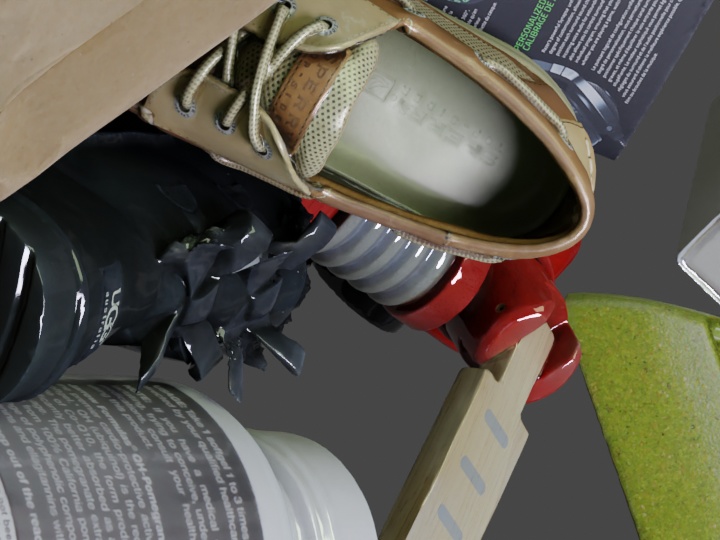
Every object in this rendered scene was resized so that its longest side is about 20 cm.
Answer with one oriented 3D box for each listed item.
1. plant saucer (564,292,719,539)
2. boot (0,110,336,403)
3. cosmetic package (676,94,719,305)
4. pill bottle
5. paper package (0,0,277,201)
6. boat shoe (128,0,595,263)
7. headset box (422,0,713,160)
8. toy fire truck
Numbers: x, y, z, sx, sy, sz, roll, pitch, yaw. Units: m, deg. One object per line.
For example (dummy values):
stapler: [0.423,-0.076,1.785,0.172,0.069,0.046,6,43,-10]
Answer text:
plant saucer: [0.189,0.100,0.997,0.199,0.048,0.201,12,53,-47]
boot: [-0.113,-0.028,0.644,0.197,0.074,0.162,30,17,18]
cosmetic package: [0.214,-0.038,1.049,0.103,0.087,0.200,41,26,-8]
pill bottle: [-0.088,0.083,0.626,0.199,0.110,0.112,5,64,-49]
paper package: [-0.080,-0.150,0.568,0.200,0.190,0.104,49,-10,33]
boat shoe: [-0.017,-0.059,0.639,0.199,0.076,0.074,21,11,-18]
headset box: [0.007,-0.148,0.737,0.198,0.093,0.175,20,33,-15]
toy fire truck: [0.000,0.000,0.756,0.176,0.129,0.200,34,16,-34]
